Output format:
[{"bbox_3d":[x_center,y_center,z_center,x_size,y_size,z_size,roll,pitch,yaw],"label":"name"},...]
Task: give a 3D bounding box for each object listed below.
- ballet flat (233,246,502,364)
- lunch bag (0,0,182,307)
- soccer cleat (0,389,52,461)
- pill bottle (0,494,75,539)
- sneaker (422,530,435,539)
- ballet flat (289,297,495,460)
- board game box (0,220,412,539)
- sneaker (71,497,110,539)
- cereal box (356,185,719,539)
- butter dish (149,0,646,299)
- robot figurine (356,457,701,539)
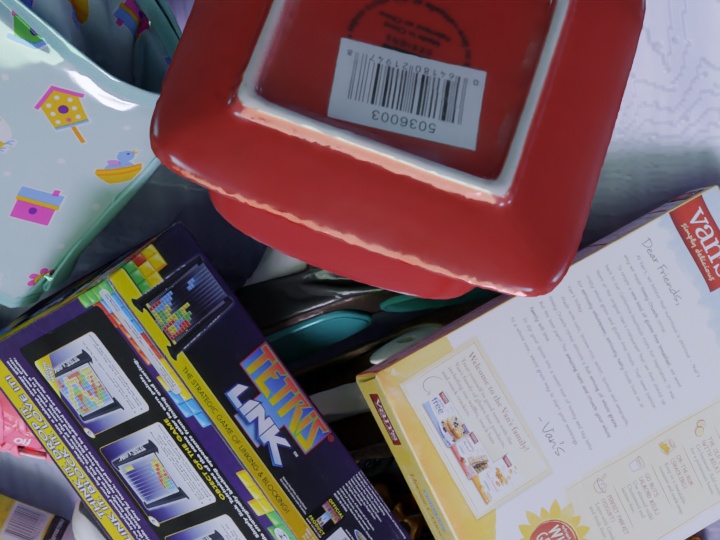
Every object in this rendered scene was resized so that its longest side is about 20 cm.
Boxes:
[{"bbox_3d":[0.000,0.000,1.500,0.199,0.068,0.069,-18,75,14],"label":"ballet flat"},{"bbox_3d":[-0.186,-0.095,1.448,0.200,0.122,0.170,41,120,-7],"label":"lunch bag"},{"bbox_3d":[-0.174,0.074,1.575,0.199,0.073,0.068,23,122,-4],"label":"soccer cleat"},{"bbox_3d":[-0.256,0.156,1.622,0.199,0.112,0.112,21,123,-1],"label":"pill bottle"},{"bbox_3d":[0.075,0.125,1.475,0.071,0.099,0.200,39,108,5],"label":"sneaker"},{"bbox_3d":[0.001,0.064,1.527,0.199,0.072,0.068,-18,82,23],"label":"ballet flat"},{"bbox_3d":[-0.083,0.088,1.485,0.200,0.057,0.165,55,148,-7],"label":"board game box"},{"bbox_3d":[-0.088,0.186,1.622,0.081,0.075,0.200,-24,125,40],"label":"sneaker"},{"bbox_3d":[0.116,0.067,1.440,0.199,0.040,0.144,-28,94,-16],"label":"cereal box"},{"bbox_3d":[0.010,-0.066,1.409,0.199,0.200,0.148,20,147,-1],"label":"butter dish"},{"bbox_3d":[0.075,0.136,1.569,0.199,0.058,0.146,-9,114,17],"label":"robot figurine"}]
